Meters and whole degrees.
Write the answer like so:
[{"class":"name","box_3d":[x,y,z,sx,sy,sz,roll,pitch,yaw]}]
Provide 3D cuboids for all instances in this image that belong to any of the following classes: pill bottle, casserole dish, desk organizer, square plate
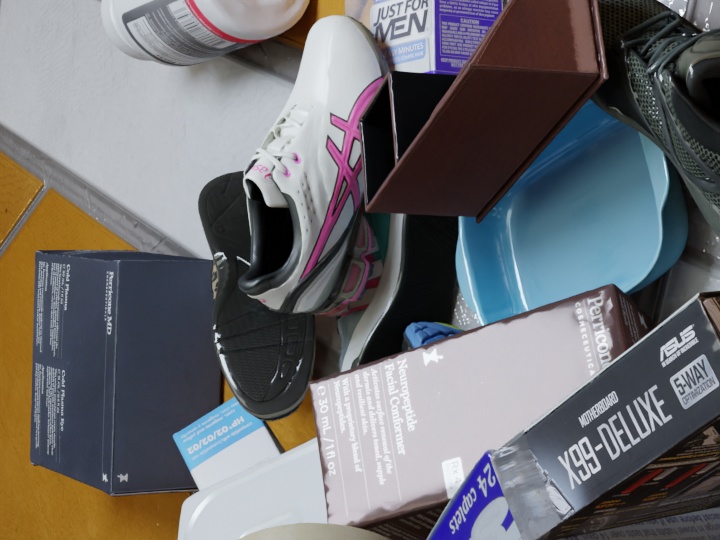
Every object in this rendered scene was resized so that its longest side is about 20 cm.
[{"class":"pill bottle","box_3d":[-0.133,-0.226,1.308,0.200,0.111,0.111,-6,85,56]},{"class":"casserole dish","box_3d":[0.129,-0.028,0.975,0.200,0.039,0.121,-34,62,52]},{"class":"desk organizer","box_3d":[0.064,-0.099,0.929,0.200,0.077,0.072,128,141,-63]},{"class":"square plate","box_3d":[-0.051,0.190,1.041,0.200,0.028,0.198,-28,39,25]}]

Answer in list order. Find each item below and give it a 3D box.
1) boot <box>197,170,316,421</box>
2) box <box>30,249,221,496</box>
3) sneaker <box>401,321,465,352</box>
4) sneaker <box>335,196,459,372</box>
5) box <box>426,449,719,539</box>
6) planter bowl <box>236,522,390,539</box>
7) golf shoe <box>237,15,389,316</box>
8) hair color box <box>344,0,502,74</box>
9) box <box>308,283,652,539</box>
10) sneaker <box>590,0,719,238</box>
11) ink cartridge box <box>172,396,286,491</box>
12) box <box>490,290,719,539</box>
[{"class":"boot","box_3d":[-0.068,0.045,1.180,0.151,0.073,0.200,79,174,-56]},{"class":"box","box_3d":[-0.208,0.085,1.423,0.182,0.104,0.200,7,96,57]},{"class":"sneaker","box_3d":[0.074,0.110,1.027,0.083,0.071,0.200,-56,49,31]},{"class":"sneaker","box_3d":[0.000,0.000,1.126,0.121,0.084,0.200,27,105,49]},{"class":"box","box_3d":[0.154,0.192,0.802,0.105,0.184,0.200,-61,42,33]},{"class":"planter bowl","box_3d":[-0.026,0.221,0.868,0.200,0.200,0.135,-51,29,43]},{"class":"golf shoe","box_3d":[-0.031,-0.071,1.049,0.073,0.092,0.200,4,88,43]},{"class":"hair color box","box_3d":[0.041,-0.201,1.090,0.109,0.065,0.200,-5,84,57]},{"class":"box","box_3d":[0.076,0.091,0.935,0.200,0.075,0.100,-19,62,20]},{"class":"sneaker","box_3d":[0.171,-0.109,0.843,0.199,0.076,0.114,59,170,35]},{"class":"ink cartridge box","box_3d":[-0.055,0.200,1.173,0.200,0.068,0.115,56,175,41]},{"class":"box","box_3d":[0.184,0.063,0.745,0.158,0.200,0.050,-46,57,47]}]
